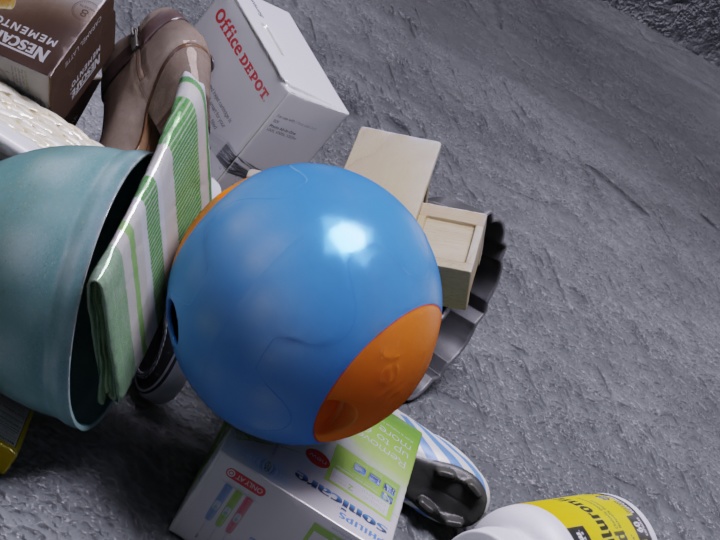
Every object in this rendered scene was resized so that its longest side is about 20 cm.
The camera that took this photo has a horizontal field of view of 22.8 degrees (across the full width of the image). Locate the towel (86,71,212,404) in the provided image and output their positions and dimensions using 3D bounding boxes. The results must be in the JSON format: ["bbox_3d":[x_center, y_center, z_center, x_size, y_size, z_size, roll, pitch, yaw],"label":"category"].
[{"bbox_3d":[-0.147,-0.023,1.257,0.023,0.153,0.201,15,53,8],"label":"towel"}]

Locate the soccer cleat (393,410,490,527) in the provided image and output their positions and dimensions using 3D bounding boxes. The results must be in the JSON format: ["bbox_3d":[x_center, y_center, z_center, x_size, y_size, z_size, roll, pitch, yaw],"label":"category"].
[{"bbox_3d":[0.022,0.151,1.521,0.199,0.070,0.086,36,7,-4],"label":"soccer cleat"}]

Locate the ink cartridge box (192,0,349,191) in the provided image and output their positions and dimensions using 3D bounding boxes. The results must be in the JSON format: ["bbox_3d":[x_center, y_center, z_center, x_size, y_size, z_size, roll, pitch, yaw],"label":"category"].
[{"bbox_3d":[-0.121,-0.122,1.560,0.084,0.200,0.146,16,35,-46],"label":"ink cartridge box"}]

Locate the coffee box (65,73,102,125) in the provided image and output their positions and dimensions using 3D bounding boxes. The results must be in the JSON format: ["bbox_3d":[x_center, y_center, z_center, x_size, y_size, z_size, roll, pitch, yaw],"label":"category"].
[{"bbox_3d":[-0.344,-0.187,1.602,0.200,0.113,0.080,41,24,15],"label":"coffee box"}]

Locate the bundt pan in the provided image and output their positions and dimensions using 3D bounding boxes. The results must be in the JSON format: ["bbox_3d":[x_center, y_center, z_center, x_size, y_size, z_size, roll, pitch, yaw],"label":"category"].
[{"bbox_3d":[0.048,0.018,1.645,0.076,0.203,0.201,32,20,25],"label":"bundt pan"}]

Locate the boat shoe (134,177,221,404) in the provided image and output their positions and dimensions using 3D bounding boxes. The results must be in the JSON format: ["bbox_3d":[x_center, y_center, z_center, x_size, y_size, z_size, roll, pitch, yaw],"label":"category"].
[{"bbox_3d":[-0.162,0.005,1.431,0.068,0.071,0.202,25,65,-39],"label":"boat shoe"}]

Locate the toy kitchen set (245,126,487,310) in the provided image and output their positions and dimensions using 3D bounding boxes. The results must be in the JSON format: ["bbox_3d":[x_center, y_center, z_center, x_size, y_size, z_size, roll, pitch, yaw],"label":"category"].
[{"bbox_3d":[0.000,0.000,1.494,0.198,0.182,0.164,11,38,7],"label":"toy kitchen set"}]

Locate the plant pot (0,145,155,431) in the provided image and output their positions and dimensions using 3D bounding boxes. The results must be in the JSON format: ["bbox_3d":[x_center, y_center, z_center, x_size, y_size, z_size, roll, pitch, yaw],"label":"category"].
[{"bbox_3d":[-0.231,-0.002,1.263,0.133,0.202,0.200,15,22,8],"label":"plant pot"}]

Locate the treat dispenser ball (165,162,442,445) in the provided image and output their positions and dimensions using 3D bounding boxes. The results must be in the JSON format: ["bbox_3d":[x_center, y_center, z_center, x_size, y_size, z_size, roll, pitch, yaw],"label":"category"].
[{"bbox_3d":[-0.040,0.024,1.281,0.200,0.201,0.201,29,23,-14],"label":"treat dispenser ball"}]

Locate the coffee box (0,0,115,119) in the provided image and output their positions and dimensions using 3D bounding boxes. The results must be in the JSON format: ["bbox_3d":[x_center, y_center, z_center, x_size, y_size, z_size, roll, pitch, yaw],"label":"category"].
[{"bbox_3d":[-0.318,-0.210,1.490,0.199,0.080,0.115,24,55,8],"label":"coffee box"}]

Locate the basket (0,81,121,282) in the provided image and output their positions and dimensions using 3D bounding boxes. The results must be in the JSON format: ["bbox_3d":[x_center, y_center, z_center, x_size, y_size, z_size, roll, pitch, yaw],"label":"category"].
[{"bbox_3d":[-0.286,-0.060,1.413,0.199,0.136,0.123,33,19,-4],"label":"basket"}]

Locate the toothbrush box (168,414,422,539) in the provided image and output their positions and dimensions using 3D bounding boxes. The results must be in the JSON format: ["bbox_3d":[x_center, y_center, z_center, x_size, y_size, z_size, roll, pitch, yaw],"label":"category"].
[{"bbox_3d":[-0.044,0.160,1.373,0.145,0.086,0.200,33,24,-3],"label":"toothbrush box"}]

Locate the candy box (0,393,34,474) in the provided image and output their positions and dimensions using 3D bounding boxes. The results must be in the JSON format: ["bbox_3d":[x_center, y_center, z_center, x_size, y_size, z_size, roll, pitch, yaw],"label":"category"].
[{"bbox_3d":[-0.322,0.064,1.255,0.199,0.026,0.102,31,24,-11],"label":"candy box"}]

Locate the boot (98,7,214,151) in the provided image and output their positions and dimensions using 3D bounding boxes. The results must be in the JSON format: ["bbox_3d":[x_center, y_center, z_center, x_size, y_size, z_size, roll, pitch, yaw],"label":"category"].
[{"bbox_3d":[-0.198,-0.125,1.525,0.070,0.200,0.147,31,27,-45],"label":"boot"}]

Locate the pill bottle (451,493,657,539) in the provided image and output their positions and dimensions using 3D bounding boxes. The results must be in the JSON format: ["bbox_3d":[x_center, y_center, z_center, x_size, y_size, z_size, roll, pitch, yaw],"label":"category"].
[{"bbox_3d":[0.151,0.243,1.446,0.199,0.112,0.111,1,40,-52],"label":"pill bottle"}]
